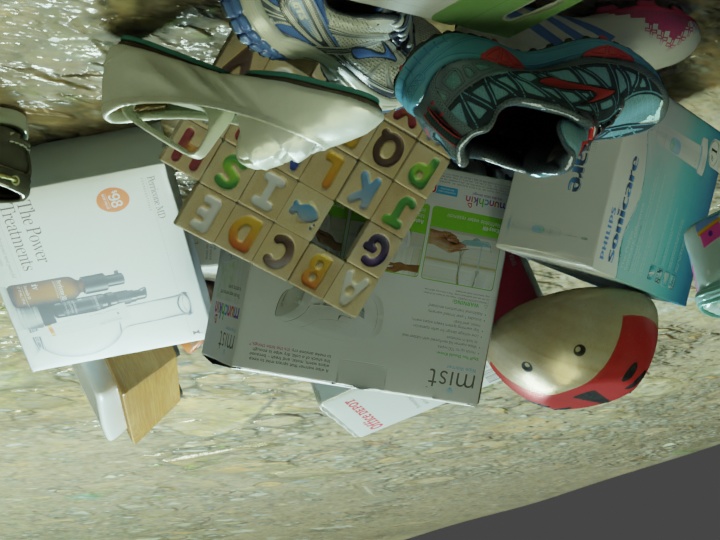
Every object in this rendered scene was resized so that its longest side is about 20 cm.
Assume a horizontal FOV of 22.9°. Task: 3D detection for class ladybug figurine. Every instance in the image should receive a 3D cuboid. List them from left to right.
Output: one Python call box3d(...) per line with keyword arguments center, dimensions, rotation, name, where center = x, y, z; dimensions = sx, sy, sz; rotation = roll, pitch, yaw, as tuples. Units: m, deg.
box3d(center=(0.171, 0.065, 1.393), dimensions=(0.136, 0.072, 0.200), rotation=(-22, 164, 22), name="ladybug figurine")

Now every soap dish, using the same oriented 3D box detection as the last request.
box3d(center=(-0.217, 0.055, 1.543), dimensions=(0.081, 0.158, 0.200), rotation=(-25, 166, -11), name="soap dish")

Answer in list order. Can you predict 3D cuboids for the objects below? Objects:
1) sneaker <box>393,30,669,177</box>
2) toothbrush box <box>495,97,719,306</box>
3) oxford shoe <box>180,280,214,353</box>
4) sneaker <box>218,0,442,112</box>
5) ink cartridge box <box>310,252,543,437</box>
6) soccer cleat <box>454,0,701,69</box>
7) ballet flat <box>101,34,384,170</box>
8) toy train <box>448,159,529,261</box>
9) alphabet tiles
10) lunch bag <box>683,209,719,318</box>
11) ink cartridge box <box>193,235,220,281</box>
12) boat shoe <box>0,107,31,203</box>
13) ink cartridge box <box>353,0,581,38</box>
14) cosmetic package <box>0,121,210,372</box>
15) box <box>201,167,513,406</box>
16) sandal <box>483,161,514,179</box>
box3d(center=(0.119, -0.091, 1.120), dimensions=(0.200, 0.096, 0.079), rotation=(-2, 137, -30), name="sneaker")
box3d(center=(0.198, -0.063, 1.372), dimensions=(0.085, 0.147, 0.200), rotation=(13, 179, 31), name="toothbrush box")
box3d(center=(-0.154, 0.022, 1.612), dimensions=(0.071, 0.073, 0.200), rotation=(-47, -176, -2), name="oxford shoe")
box3d(center=(0.005, -0.157, 1.108), dimensions=(0.085, 0.077, 0.200), rotation=(-27, 158, 32), name="sneaker")
box3d(center=(0.059, 0.055, 1.494), dimensions=(0.200, 0.086, 0.148), rotation=(-22, 159, 6), name="ink cartridge box")
box3d(center=(0.153, -0.140, 1.228), dimensions=(0.200, 0.086, 0.070), rotation=(-2, 161, -28), name="soccer cleat")
box3d(center=(-0.079, -0.097, 1.119), dimensions=(0.200, 0.070, 0.069), rotation=(15, 174, 25), name="ballet flat")
box3d(center=(0.088, -0.049, 1.504), dimensions=(0.114, 0.087, 0.200), rotation=(-25, 158, 17), name="toy train")
box3d(center=(-0.035, -0.077, 1.226), dimensions=(0.200, 0.167, 0.008), rotation=(28, -175, -33), name="alphabet tiles")
box3d(center=(0.337, -0.012, 1.265), dimensions=(0.200, 0.077, 0.160), rotation=(6, 157, -41), name="lunch bag")
box3d(center=(-0.050, -0.009, 1.528), dimensions=(0.176, 0.045, 0.200), rotation=(-2, 172, 38), name="ink cartridge box")
box3d(center=(-0.321, -0.074, 1.199), dimensions=(0.201, 0.060, 0.072), rotation=(-2, 161, -26), name="boat shoe")
box3d(center=(0.053, -0.195, 1.032), dimensions=(0.200, 0.059, 0.104), rotation=(6, 157, -44), name="ink cartridge box")
box3d(center=(-0.204, -0.014, 1.354), dimensions=(0.151, 0.052, 0.200), rotation=(-12, 138, -1), name="cosmetic package")
box3d(center=(0.000, 0.000, 1.337), dimensions=(0.200, 0.177, 0.097), rotation=(9, -179, -20), name="box")
box3d(center=(0.118, -0.098, 1.387), dimensions=(0.043, 0.076, 0.200), rotation=(-13, 154, 31), name="sandal")
